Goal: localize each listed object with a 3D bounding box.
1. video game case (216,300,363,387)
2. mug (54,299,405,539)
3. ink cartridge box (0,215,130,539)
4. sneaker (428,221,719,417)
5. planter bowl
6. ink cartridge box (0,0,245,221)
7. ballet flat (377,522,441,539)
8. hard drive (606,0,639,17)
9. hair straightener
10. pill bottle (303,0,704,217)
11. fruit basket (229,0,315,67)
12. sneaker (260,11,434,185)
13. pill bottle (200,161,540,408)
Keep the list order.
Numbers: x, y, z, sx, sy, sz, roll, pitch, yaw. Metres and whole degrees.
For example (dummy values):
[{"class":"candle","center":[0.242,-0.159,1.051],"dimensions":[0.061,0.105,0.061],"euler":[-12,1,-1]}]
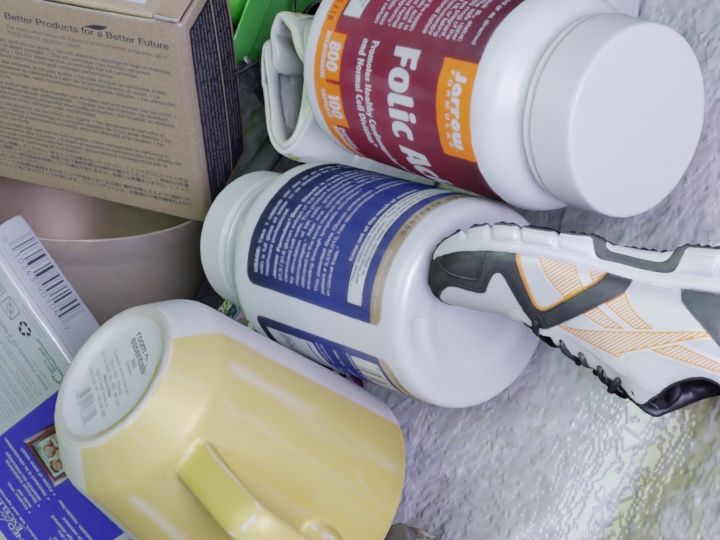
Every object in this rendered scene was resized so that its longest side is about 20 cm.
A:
[{"class":"video game case","center":[-0.074,0.106,1.244],"dimensions":[0.200,0.036,0.182],"euler":[-44,42,30]},{"class":"mug","center":[-0.067,0.091,1.065],"dimensions":[0.186,0.153,0.150],"euler":[-5,54,45]},{"class":"ink cartridge box","center":[-0.215,0.095,1.269],"dimensions":[0.200,0.199,0.043],"euler":[-35,1,41]},{"class":"sneaker","center":[0.116,0.024,0.960],"dimensions":[0.199,0.074,0.080],"euler":[8,86,33]},{"class":"planter bowl","center":[-0.193,-0.002,1.353],"dimensions":[0.200,0.199,0.135],"euler":[-134,44,-53]},{"class":"ink cartridge box","center":[-0.179,-0.129,1.262],"dimensions":[0.199,0.165,0.075],"euler":[13,47,15]},{"class":"ballet flat","center":[-0.010,0.214,1.098],"dimensions":[0.200,0.046,0.068],"euler":[-54,24,25]},{"class":"hard drive","center":[0.109,-0.178,1.160],"dimensions":[0.132,0.027,0.201],"euler":[-15,61,49]},{"class":"hair straightener","center":[-0.035,-0.116,1.251],"dimensions":[0.201,0.077,0.041],"euler":[-62,18,-14]},{"class":"pill bottle","center":[0.072,-0.095,1.048],"dimensions":[0.200,0.114,0.115],"euler":[20,89,48]},{"class":"fruit basket","center":[-0.086,-0.235,1.304],"dimensions":[0.155,0.215,0.217],"euler":[19,88,56]},{"class":"sneaker","center":[0.005,-0.146,1.207],"dimensions":[0.074,0.115,0.201],"euler":[-13,60,52]},{"class":"pill bottle","center":[0.000,0.000,1.120],"dimensions":[0.200,0.111,0.112],"euler":[17,86,49]}]
